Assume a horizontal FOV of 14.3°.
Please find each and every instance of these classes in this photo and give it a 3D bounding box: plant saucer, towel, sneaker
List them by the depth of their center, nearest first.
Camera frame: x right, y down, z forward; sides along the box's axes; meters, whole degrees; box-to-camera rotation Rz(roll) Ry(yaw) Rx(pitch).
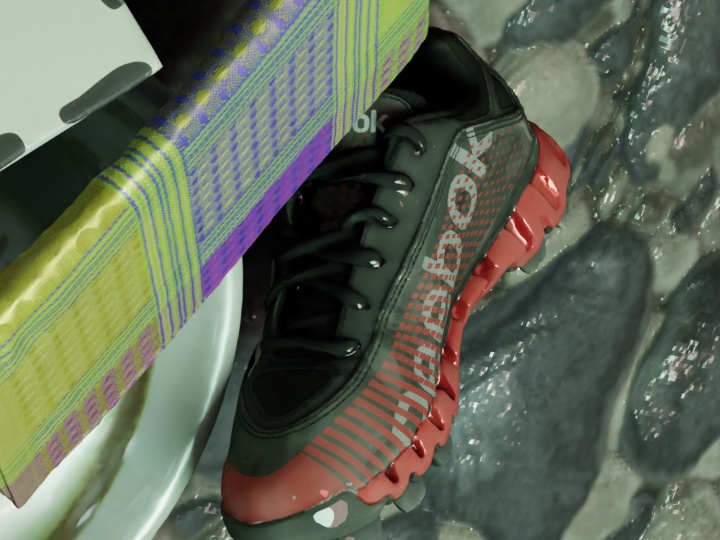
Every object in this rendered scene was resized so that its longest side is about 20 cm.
[{"bbox_3d":[-0.049,-0.021,0.772,0.200,0.023,0.144,-50,169,-13],"label":"towel"},{"bbox_3d":[-0.123,0.024,0.819,0.200,0.050,0.201,-24,126,-37],"label":"plant saucer"},{"bbox_3d":[0.000,0.000,0.893,0.098,0.071,0.201,61,42,-33],"label":"sneaker"}]

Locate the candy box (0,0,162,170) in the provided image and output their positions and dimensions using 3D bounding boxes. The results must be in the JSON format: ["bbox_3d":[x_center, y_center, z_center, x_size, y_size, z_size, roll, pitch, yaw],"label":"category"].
[{"bbox_3d":[-0.166,-0.054,0.681,0.200,0.061,0.137,-33,97,-28],"label":"candy box"}]
